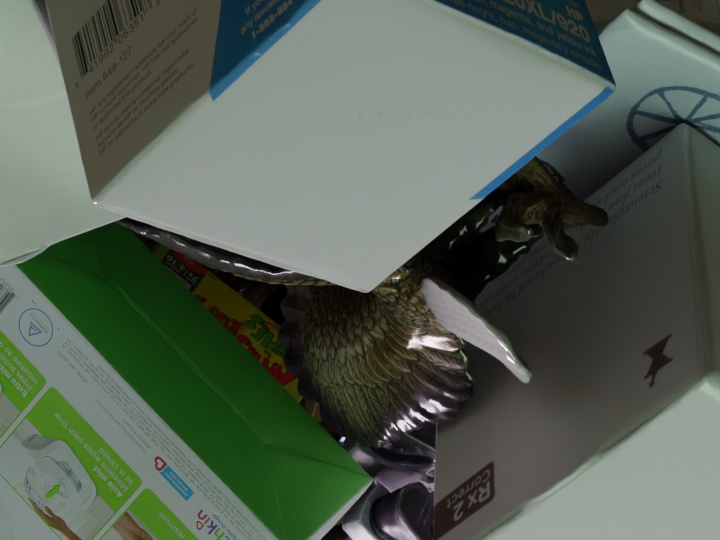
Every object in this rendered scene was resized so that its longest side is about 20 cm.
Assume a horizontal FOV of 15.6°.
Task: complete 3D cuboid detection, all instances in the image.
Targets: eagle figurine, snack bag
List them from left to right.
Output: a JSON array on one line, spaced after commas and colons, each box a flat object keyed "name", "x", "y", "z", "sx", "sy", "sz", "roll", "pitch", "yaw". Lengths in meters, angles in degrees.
[{"name": "eagle figurine", "x": 0.002, "y": -0.002, "z": 1.146, "sx": 0.200, "sy": 0.152, "sz": 0.151, "roll": -25, "pitch": 174, "yaw": 25}, {"name": "snack bag", "x": 0.143, "y": -0.028, "z": 1.204, "sx": 0.188, "sy": 0.021, "sz": 0.200, "roll": 24, "pitch": 138, "yaw": -19}]

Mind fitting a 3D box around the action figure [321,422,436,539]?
[{"name": "action figure", "x": -0.027, "y": 0.131, "z": 1.297, "sx": 0.069, "sy": 0.130, "sz": 0.200, "roll": 36, "pitch": 142, "yaw": -26}]

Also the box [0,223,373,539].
[{"name": "box", "x": -0.130, "y": 0.097, "z": 1.224, "sx": 0.177, "sy": 0.200, "sz": 0.097, "roll": -49, "pitch": 173, "yaw": 30}]

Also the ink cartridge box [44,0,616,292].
[{"name": "ink cartridge box", "x": -0.024, "y": -0.125, "z": 1.003, "sx": 0.144, "sy": 0.200, "sz": 0.147, "roll": 18, "pitch": 134, "yaw": -41}]

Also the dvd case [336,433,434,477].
[{"name": "dvd case", "x": 0.105, "y": 0.079, "z": 1.312, "sx": 0.200, "sy": 0.018, "sz": 0.143, "roll": 21, "pitch": 141, "yaw": -12}]

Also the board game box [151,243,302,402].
[{"name": "board game box", "x": -0.114, "y": 0.081, "z": 1.342, "sx": 0.102, "sy": 0.048, "sz": 0.200, "roll": 38, "pitch": 133, "yaw": -5}]

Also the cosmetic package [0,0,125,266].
[{"name": "cosmetic package", "x": -0.172, "y": -0.099, "z": 1.035, "sx": 0.107, "sy": 0.090, "sz": 0.200, "roll": -18, "pitch": 129, "yaw": 3}]

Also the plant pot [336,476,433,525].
[{"name": "plant pot", "x": -0.040, "y": 0.143, "z": 1.465, "sx": 0.200, "sy": 0.028, "sz": 0.200, "roll": -18, "pitch": 173, "yaw": -2}]

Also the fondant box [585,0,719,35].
[{"name": "fondant box", "x": 0.099, "y": -0.087, "z": 1.206, "sx": 0.199, "sy": 0.058, "sz": 0.144, "roll": -1, "pitch": 143, "yaw": -8}]

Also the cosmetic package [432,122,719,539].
[{"name": "cosmetic package", "x": 0.158, "y": 0.079, "z": 1.165, "sx": 0.200, "sy": 0.165, "sz": 0.165, "roll": 34, "pitch": 125, "yaw": -25}]

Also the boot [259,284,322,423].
[{"name": "boot", "x": -0.006, "y": 0.027, "z": 1.345, "sx": 0.075, "sy": 0.074, "sz": 0.200, "roll": -8, "pitch": 144, "yaw": -26}]
